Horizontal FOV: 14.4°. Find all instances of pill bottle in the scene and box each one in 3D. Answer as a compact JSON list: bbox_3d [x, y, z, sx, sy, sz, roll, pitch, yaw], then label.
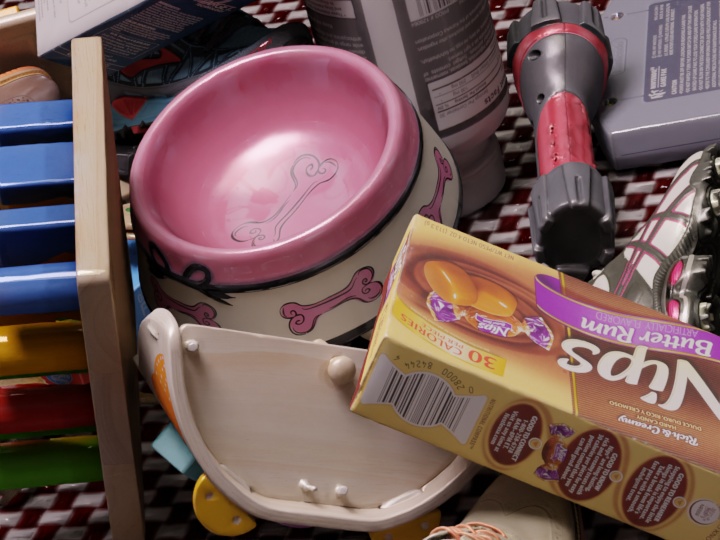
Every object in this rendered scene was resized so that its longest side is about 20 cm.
[{"bbox_3d":[0.030,-0.134,1.746,0.110,0.201,0.111,-11,30,7],"label":"pill bottle"}]

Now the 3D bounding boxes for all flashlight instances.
[{"bbox_3d":[0.124,-0.084,1.712,0.068,0.068,0.201,-38,29,26],"label":"flashlight"}]

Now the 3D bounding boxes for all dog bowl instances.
[{"bbox_3d":[-0.045,-0.047,1.634,0.199,0.074,0.201,-11,46,12],"label":"dog bowl"}]

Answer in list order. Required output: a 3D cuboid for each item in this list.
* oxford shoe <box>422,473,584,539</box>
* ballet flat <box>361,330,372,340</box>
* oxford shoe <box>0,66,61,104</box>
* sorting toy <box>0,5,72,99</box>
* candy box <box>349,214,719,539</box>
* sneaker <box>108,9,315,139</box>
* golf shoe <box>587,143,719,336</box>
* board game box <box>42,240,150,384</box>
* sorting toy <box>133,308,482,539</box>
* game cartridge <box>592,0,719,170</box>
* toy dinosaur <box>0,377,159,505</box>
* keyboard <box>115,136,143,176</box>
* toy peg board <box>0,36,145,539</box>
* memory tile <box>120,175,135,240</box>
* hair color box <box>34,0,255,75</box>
[{"bbox_3d":[0.062,0.148,1.386,0.070,0.074,0.200,-3,33,22],"label":"oxford shoe"},{"bbox_3d":[0.000,0.000,1.676,0.065,0.071,0.200,-37,32,-15],"label":"ballet flat"},{"bbox_3d":[-0.239,-0.055,1.810,0.073,0.072,0.200,14,49,27],"label":"oxford shoe"},{"bbox_3d":[-0.205,-0.139,1.913,0.199,0.185,0.037,-19,69,-1],"label":"sorting toy"},{"bbox_3d":[0.102,0.057,1.439,0.199,0.057,0.117,21,34,-3],"label":"candy box"},{"bbox_3d":[-0.108,-0.140,1.771,0.079,0.096,0.199,-19,6,-42],"label":"sneaker"},{"bbox_3d":[0.169,-0.004,1.593,0.088,0.078,0.200,-11,29,23],"label":"golf shoe"},{"bbox_3d":[-0.203,0.009,1.782,0.199,0.041,0.153,8,37,35],"label":"board game box"},{"bbox_3d":[-0.042,0.075,1.530,0.199,0.108,0.180,9,6,-21],"label":"sorting toy"},{"bbox_3d":[0.210,-0.130,1.820,0.132,0.041,0.200,-5,31,11],"label":"game cartridge"},{"bbox_3d":[-0.206,0.084,1.643,0.199,0.059,0.101,-6,30,17],"label":"toy dinosaur"},{"bbox_3d":[-0.078,-0.088,1.846,0.199,0.021,0.127,-18,15,-38],"label":"keyboard"},{"bbox_3d":[-0.176,0.014,1.552,0.097,0.200,0.201,-6,42,-2],"label":"toy peg board"},{"bbox_3d":[-0.112,-0.053,1.797,0.152,0.017,0.200,1,16,16],"label":"memory tile"},{"bbox_3d":[-0.111,-0.199,1.713,0.199,0.060,0.101,-22,65,39],"label":"hair color box"}]
